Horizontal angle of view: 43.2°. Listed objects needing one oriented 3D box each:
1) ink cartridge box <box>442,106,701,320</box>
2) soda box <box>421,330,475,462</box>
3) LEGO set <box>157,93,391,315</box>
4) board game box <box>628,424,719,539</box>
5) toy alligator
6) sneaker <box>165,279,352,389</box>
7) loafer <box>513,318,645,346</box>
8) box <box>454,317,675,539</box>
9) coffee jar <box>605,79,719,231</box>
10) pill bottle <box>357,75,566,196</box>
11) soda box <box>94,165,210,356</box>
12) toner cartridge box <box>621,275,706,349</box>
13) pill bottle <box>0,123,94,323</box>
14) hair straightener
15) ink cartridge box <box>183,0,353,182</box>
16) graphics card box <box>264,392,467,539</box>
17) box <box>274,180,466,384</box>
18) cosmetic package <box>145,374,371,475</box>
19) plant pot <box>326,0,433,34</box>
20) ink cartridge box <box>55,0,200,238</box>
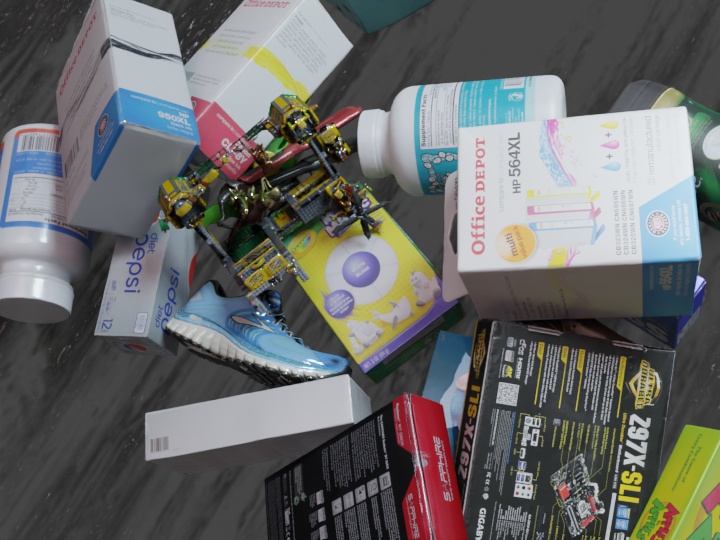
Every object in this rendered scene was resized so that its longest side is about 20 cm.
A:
[{"bbox_3d":[0.160,-0.038,0.733,0.200,0.125,0.129,-3,69,15],"label":"ink cartridge box"},{"bbox_3d":[0.082,0.161,0.811,0.068,0.064,0.200,11,72,20],"label":"soda box"},{"bbox_3d":[-0.079,-0.057,0.847,0.200,0.154,0.116,-32,39,-8],"label":"LEGO set"},{"bbox_3d":[0.260,0.235,0.710,0.102,0.048,0.200,35,78,-14],"label":"board game box"},{"bbox_3d":[-0.094,-0.110,0.984,0.054,0.059,0.200,41,80,-16],"label":"toy alligator"},{"bbox_3d":[-0.095,0.059,0.898,0.200,0.078,0.090,21,71,22],"label":"sneaker"},{"bbox_3d":[0.181,0.040,0.836,0.071,0.073,0.200,-42,74,-8],"label":"loafer"},{"bbox_3d":[0.160,0.149,0.741,0.160,0.049,0.200,10,86,-10],"label":"box"},{"bbox_3d":[0.317,-0.094,0.829,0.200,0.104,0.085,32,77,26],"label":"coffee jar"},{"bbox_3d":[0.101,-0.131,0.902,0.200,0.111,0.111,-2,68,16],"label":"pill bottle"},{"bbox_3d":[-0.217,-0.013,0.966,0.063,0.068,0.200,0,67,18],"label":"soda box"},{"bbox_3d":[0.211,-0.010,0.829,0.200,0.095,0.043,34,81,26],"label":"toner cartridge box"},{"bbox_3d":[-0.348,-0.049,0.994,0.112,0.112,0.200,-5,67,14],"label":"pill bottle"},{"bbox_3d":[-0.065,-0.092,0.947,0.200,0.077,0.041,-37,28,-23],"label":"hair straightener"},{"bbox_3d":[-0.124,-0.204,0.981,0.200,0.083,0.145,-51,33,-8],"label":"ink cartridge box"},{"bbox_3d":[-0.003,0.201,0.763,0.200,0.051,0.126,-37,47,35],"label":"graphics card box"},{"bbox_3d":[0.000,0.000,0.912,0.117,0.048,0.200,-38,61,-2],"label":"box"},{"bbox_3d":[-0.094,0.147,0.857,0.200,0.083,0.051,-12,63,10],"label":"cosmetic package"},{"bbox_3d":[0.037,-0.376,1.010,0.200,0.141,0.141,-45,63,1],"label":"plant pot"},{"bbox_3d":[-0.239,-0.156,0.913,0.145,0.084,0.200,-49,44,36],"label":"ink cartridge box"}]
